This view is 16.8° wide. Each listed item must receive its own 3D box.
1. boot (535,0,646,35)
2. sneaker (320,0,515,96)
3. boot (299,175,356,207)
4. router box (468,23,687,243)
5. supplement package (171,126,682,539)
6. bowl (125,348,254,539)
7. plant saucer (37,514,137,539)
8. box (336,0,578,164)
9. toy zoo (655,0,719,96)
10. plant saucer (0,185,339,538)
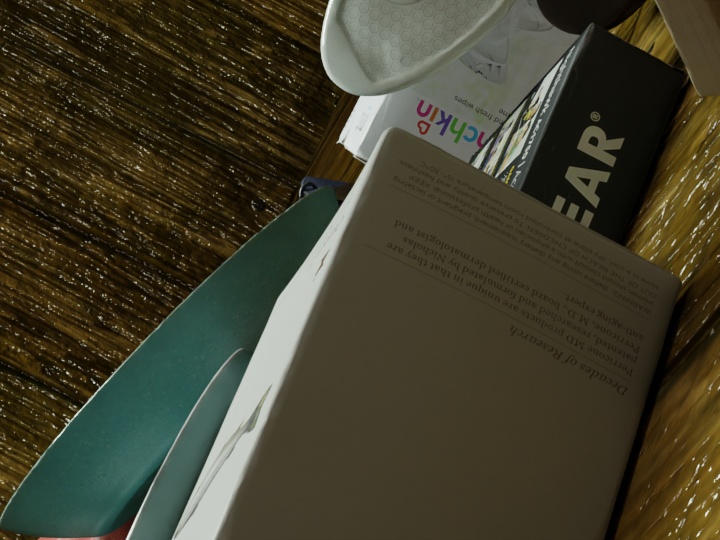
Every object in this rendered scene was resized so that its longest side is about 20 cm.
[{"bbox_3d":[0.147,-0.183,1.072,0.186,0.064,0.200,-46,-2,15],"label":"boot"},{"bbox_3d":[0.058,-0.158,1.073,0.201,0.071,0.099,-53,-3,7],"label":"sneaker"},{"bbox_3d":[0.000,0.000,1.156,0.200,0.096,0.075,-33,-52,-66],"label":"boot"},{"bbox_3d":[0.055,0.016,1.009,0.201,0.051,0.149,-66,7,-25],"label":"router box"},{"bbox_3d":[0.009,0.078,0.790,0.117,0.117,0.201,-54,10,51],"label":"supplement package"},{"bbox_3d":[-0.037,0.142,0.912,0.201,0.104,0.202,23,-90,-85],"label":"bowl"},{"bbox_3d":[-0.135,0.216,1.126,0.199,0.037,0.201,-34,64,44],"label":"plant saucer"},{"bbox_3d":[0.066,-0.128,1.388,0.178,0.096,0.200,-64,5,3],"label":"box"},{"bbox_3d":[0.128,-0.181,0.878,0.132,0.020,0.201,58,-141,-42],"label":"toy zoo"},{"bbox_3d":[-0.069,0.048,1.028,0.200,0.036,0.200,-46,-5,-5],"label":"plant saucer"}]
